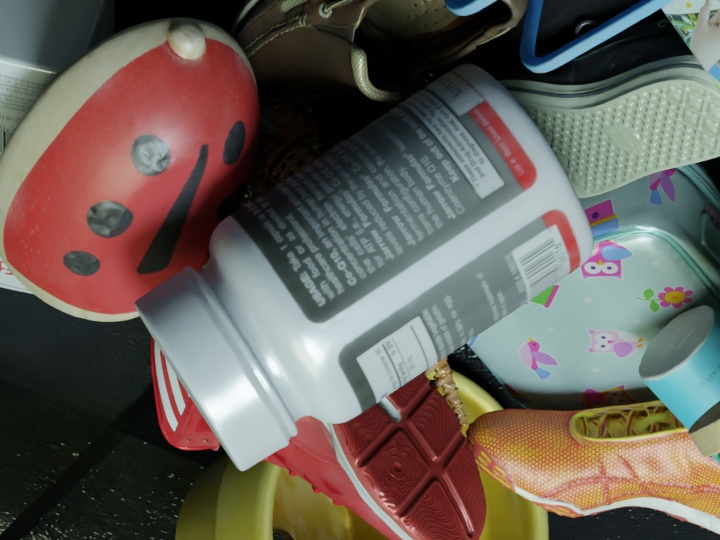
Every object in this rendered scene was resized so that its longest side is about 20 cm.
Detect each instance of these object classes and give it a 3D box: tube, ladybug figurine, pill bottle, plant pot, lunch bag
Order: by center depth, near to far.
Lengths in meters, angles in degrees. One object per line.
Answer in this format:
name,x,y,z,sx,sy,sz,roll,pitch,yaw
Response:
pill bottle,0.000,0.000,1.105,0.200,0.114,0.114,-33,138,-6
ladybug figurine,-0.111,-0.042,1.149,0.135,0.072,0.200,-11,147,-30
tube,0.227,0.102,1.207,0.200,0.077,0.050,43,178,-17
lunch bag,0.148,0.019,1.260,0.160,0.077,0.200,-18,137,28
plant pot,-0.016,0.164,1.429,0.200,0.201,0.189,29,157,-22

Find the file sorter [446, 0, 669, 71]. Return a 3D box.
file sorter,0.051,-0.194,0.946,0.200,0.123,0.139,33,140,-27

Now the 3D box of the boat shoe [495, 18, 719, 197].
boat shoe,0.123,-0.083,1.141,0.200,0.062,0.075,-9,128,51

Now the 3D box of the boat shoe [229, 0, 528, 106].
boat shoe,0.003,-0.117,1.118,0.075,0.075,0.202,35,139,-29

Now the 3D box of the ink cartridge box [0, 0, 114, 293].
ink cartridge box,-0.209,-0.084,1.222,0.144,0.085,0.200,13,144,1

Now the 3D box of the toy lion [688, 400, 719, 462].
toy lion,0.271,0.031,1.045,0.069,0.192,0.200,57,145,1

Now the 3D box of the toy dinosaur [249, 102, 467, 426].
toy dinosaur,-0.015,-0.001,1.229,0.102,0.200,0.136,-10,165,-31

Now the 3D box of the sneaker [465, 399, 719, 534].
sneaker,0.155,0.093,1.252,0.199,0.073,0.077,7,123,-10

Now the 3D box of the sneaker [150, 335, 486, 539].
sneaker,-0.028,0.083,1.221,0.200,0.078,0.115,51,139,-3

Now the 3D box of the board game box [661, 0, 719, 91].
board game box,0.234,-0.101,0.998,0.147,0.064,0.200,-32,98,40
